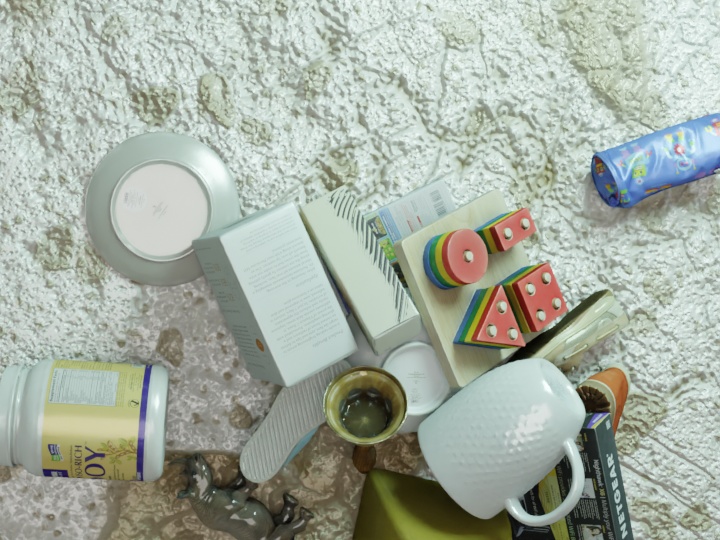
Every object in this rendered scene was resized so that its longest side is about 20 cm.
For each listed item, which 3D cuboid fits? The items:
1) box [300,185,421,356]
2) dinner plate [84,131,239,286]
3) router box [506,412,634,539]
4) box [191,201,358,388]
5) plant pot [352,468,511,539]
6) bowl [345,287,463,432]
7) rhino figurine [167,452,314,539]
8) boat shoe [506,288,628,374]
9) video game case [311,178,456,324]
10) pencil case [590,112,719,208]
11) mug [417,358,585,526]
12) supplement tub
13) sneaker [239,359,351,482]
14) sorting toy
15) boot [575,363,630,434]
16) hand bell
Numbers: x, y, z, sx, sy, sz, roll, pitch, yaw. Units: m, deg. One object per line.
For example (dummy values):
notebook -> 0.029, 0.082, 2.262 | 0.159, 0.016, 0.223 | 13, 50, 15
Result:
box -> 0.000, 0.000, 1.432 | 0.068, 0.082, 0.201 | -28, 71, -6
dinner plate -> -0.255, -0.078, 1.473 | 0.199, 0.024, 0.201 | 0, 94, -6
router box -> 0.265, 0.287, 1.502 | 0.157, 0.052, 0.201 | -4, 104, 37
box -> -0.109, 0.030, 1.425 | 0.106, 0.152, 0.201 | -27, 99, -20
plant pot -> 0.093, 0.389, 1.468 | 0.193, 0.200, 0.197 | 13, 93, -8
bowl -> 0.064, 0.129, 1.486 | 0.200, 0.090, 0.202 | -2, 101, -8
rhino figurine -> -0.167, 0.305, 1.499 | 0.199, 0.060, 0.088 | 32, 88, -7
boat shoe -> 0.272, 0.108, 1.532 | 0.200, 0.072, 0.065 | -38, 97, -8
video game case -> 0.048, -0.015, 1.518 | 0.199, 0.018, 0.144 | -26, 98, -4
pencil case -> 0.409, -0.144, 1.520 | 0.199, 0.078, 0.087 | -18, 74, -4
mug -> 0.194, 0.215, 1.397 | 0.175, 0.147, 0.200 | -42, 60, 20
supplement tub -> -0.342, 0.185, 1.424 | 0.199, 0.145, 0.146 | 4, 95, -7
sneaker -> -0.081, 0.185, 1.486 | 0.074, 0.082, 0.200 | 44, 99, 2
sorting toy -> 0.165, 0.017, 1.460 | 0.198, 0.069, 0.201 | -29, 100, -37
boot -> 0.318, 0.221, 1.543 | 0.075, 0.107, 0.201 | 23, 121, 23
hand bell -> 0.006, 0.215, 1.457 | 0.103, 0.200, 0.105 | 0, 57, 0
